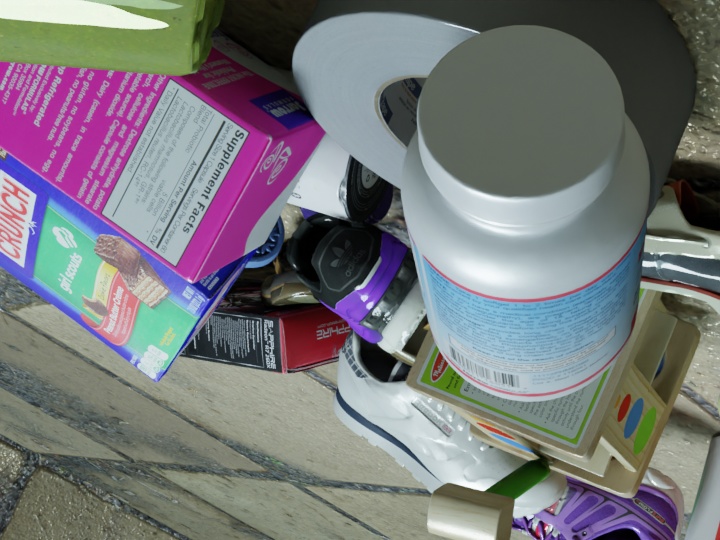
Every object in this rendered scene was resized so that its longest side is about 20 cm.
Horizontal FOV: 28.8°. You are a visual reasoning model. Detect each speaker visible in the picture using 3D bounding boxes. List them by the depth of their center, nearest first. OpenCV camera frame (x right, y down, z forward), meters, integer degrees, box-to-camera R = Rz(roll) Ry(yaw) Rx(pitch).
[{"bbox_3d":[-0.081,-0.094,0.878,0.200,0.081,0.081,17,159,20],"label":"speaker"}]

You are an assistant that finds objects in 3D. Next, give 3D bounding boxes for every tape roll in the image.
[{"bbox_3d":[0.068,-0.095,0.724,0.200,0.066,0.200,21,161,8],"label":"tape roll"}]

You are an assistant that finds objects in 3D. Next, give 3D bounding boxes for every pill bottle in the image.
[{"bbox_3d":[0.076,-0.022,0.642,0.109,0.109,0.200,19,159,16],"label":"pill bottle"}]

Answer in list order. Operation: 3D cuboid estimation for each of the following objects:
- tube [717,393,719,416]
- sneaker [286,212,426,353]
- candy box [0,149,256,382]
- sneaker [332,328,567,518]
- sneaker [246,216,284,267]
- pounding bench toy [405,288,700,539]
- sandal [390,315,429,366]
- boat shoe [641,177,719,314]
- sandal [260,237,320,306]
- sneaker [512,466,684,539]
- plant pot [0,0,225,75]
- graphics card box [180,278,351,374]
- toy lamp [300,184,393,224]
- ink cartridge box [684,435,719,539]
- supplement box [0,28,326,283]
[{"bbox_3d":[0.274,0.053,0.889,0.052,0.058,0.200,59,169,23],"label":"tube"},{"bbox_3d":[0.000,-0.001,0.916,0.099,0.070,0.200,33,175,0],"label":"sneaker"},{"bbox_3d":[-0.187,-0.031,1.000,0.200,0.077,0.169,38,148,-1],"label":"candy box"},{"bbox_3d":[0.065,0.112,1.051,0.200,0.076,0.081,26,131,20],"label":"sneaker"},{"bbox_3d":[-0.146,-0.056,1.075,0.200,0.070,0.078,30,162,8],"label":"sneaker"},{"bbox_3d":[0.116,0.092,0.901,0.124,0.200,0.156,20,169,28],"label":"pounding bench toy"},{"bbox_3d":[0.109,0.048,1.015,0.200,0.080,0.054,19,162,4],"label":"sandal"},{"bbox_3d":[0.182,-0.020,0.785,0.200,0.071,0.063,21,121,32],"label":"boat shoe"},{"bbox_3d":[-0.041,-0.002,1.076,0.082,0.055,0.200,-5,180,0],"label":"sandal"},{"bbox_3d":[0.151,0.191,1.104,0.200,0.083,0.081,3,147,19],"label":"sneaker"},{"bbox_3d":[-0.155,-0.171,0.656,0.190,0.200,0.200,13,160,-4],"label":"plant pot"},{"bbox_3d":[-0.088,0.043,1.184,0.200,0.051,0.125,4,-168,44],"label":"graphics card box"},{"bbox_3d":[-0.070,-0.068,0.966,0.200,0.058,0.058,13,157,31],"label":"toy lamp"},{"bbox_3d":[0.271,0.199,1.084,0.050,0.161,0.200,12,157,23],"label":"ink cartridge box"},{"bbox_3d":[-0.131,-0.096,0.792,0.200,0.103,0.101,36,-157,7],"label":"supplement box"}]
